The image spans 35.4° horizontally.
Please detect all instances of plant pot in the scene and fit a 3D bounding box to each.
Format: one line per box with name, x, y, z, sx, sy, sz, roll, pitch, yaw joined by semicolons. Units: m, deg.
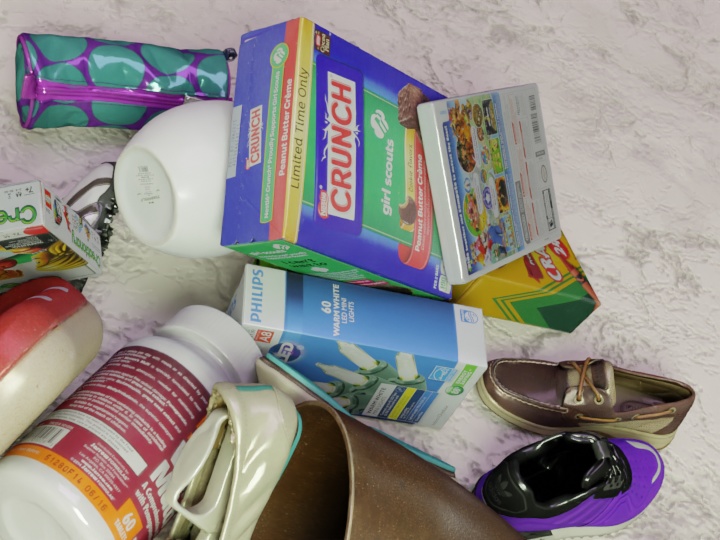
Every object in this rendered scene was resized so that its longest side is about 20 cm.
plant pot;0.027;0.207;0.754;0.198;0.187;0.189;22;42;-26

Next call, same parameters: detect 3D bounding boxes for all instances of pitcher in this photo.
pitcher;-0.118;-0.080;0.945;0.198;0.170;0.124;-22;100;-45

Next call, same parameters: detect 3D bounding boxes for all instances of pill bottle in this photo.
pill bottle;-0.153;0.116;0.780;0.109;0.110;0.200;35;45;9

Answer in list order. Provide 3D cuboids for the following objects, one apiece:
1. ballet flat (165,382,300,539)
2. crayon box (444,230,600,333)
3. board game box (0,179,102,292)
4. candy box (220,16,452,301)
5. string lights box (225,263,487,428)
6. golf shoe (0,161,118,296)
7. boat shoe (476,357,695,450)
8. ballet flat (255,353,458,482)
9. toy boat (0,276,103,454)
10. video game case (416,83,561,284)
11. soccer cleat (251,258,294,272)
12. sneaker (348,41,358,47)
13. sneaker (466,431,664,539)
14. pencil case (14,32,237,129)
ballet flat;-0.102;0.164;0.710;0.068;0.069;0.203;20;87;-5
crayon box;0.120;-0.018;1.031;0.198;0.051;0.128;11;44;-39
board game box;-0.289;-0.011;0.767;0.196;0.126;0.035;-10;75;2
candy box;-0.009;-0.078;0.881;0.198;0.076;0.173;18;71;-45
string lights box;-0.010;0.063;0.899;0.196;0.103;0.060;10;51;-15
golf shoe;-0.248;-0.026;0.890;0.093;0.078;0.202;20;44;-6
boat shoe;0.199;0.102;0.983;0.196;0.072;0.073;15;45;-12
ballet flat;-0.009;0.135;0.833;0.199;0.069;0.070;34;40;-24
toy boat;-0.250;0.045;0.716;0.131;0.131;0.200;45;1;-7
video game case;0.115;-0.080;0.964;0.199;0.018;0.146;-21;103;-55
soccer cleat;0.000;0.000;0.977;0.197;0.082;0.068;-2;51;-27
sneaker;-0.046;-0.148;1.113;0.098;0.076;0.202;2;47;2
sneaker;0.180;0.164;0.897;0.197;0.100;0.070;-8;56;-30
pencil case;-0.213;-0.167;1.026;0.196;0.087;0.092;0;22;-24
